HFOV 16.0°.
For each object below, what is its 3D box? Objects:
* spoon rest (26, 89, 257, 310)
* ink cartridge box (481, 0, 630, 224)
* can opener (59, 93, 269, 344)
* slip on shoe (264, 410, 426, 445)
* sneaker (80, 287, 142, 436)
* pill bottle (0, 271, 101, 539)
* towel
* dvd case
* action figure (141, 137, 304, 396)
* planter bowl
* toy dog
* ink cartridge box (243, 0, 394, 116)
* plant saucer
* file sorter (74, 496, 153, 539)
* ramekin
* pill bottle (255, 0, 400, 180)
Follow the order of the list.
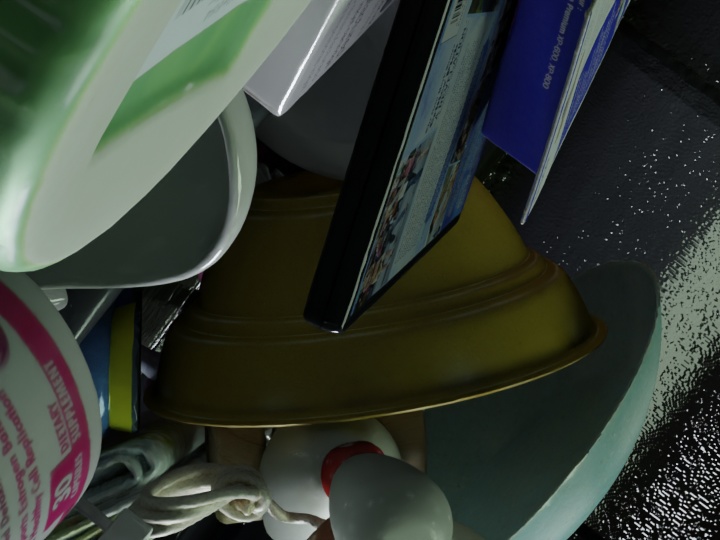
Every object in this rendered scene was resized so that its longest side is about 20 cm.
[{"bbox_3d":[-0.096,-0.026,0.874,0.061,0.100,0.200,-27,173,-34],"label":"spoon rest"},{"bbox_3d":[0.085,-0.111,0.973,0.200,0.037,0.095,-65,172,-52],"label":"ink cartridge box"},{"bbox_3d":[-0.103,-0.019,0.992,0.200,0.053,0.066,-51,-174,3],"label":"can opener"},{"bbox_3d":[-0.011,0.057,1.193,0.074,0.061,0.200,-58,164,23],"label":"slip on shoe"},{"bbox_3d":[-0.133,0.036,1.120,0.200,0.078,0.066,-141,-130,-86],"label":"sneaker"},{"bbox_3d":[-0.168,0.079,0.707,0.200,0.113,0.113,-48,173,-46],"label":"pill bottle"},{"bbox_3d":[-0.136,0.107,1.141,0.171,0.048,0.200,-20,-177,13],"label":"towel"},{"bbox_3d":[0.030,-0.066,0.909,0.200,0.017,0.143,-42,152,-72],"label":"dvd case"},{"bbox_3d":[-0.041,0.024,1.276,0.134,0.149,0.201,-22,126,-42],"label":"action figure"},{"bbox_3d":[0.000,0.000,1.083,0.200,0.200,0.084,-40,122,-70],"label":"planter bowl"},{"bbox_3d":[-0.007,0.106,1.017,0.200,0.131,0.097,-52,134,-75],"label":"toy dog"},{"bbox_3d":[0.016,-0.170,0.864,0.200,0.084,0.145,-49,175,-39],"label":"ink cartridge box"},{"bbox_3d":[0.070,0.083,1.122,0.201,0.039,0.201,-44,-165,15],"label":"plant saucer"},{"bbox_3d":[-0.190,0.147,0.918,0.200,0.124,0.139,-51,175,-22],"label":"file sorter"},{"bbox_3d":[-0.061,-0.096,0.584,0.200,0.098,0.200,-52,175,-7],"label":"ramekin"},{"bbox_3d":[0.029,-0.133,1.083,0.200,0.112,0.112,-48,173,-44],"label":"pill bottle"}]
